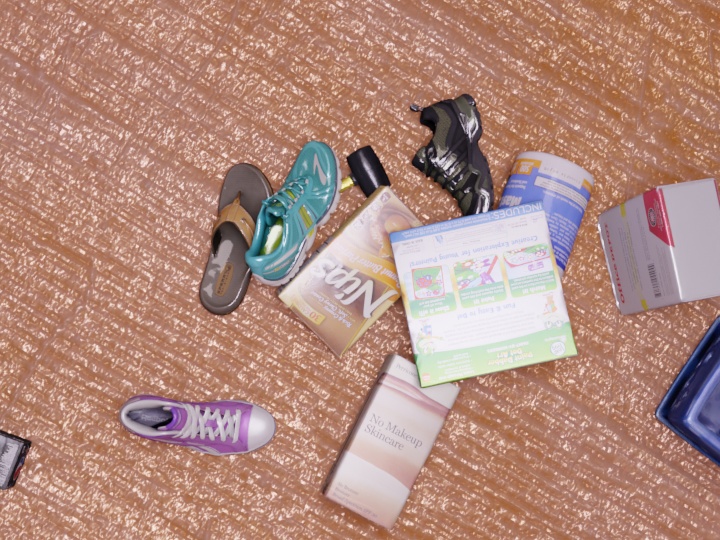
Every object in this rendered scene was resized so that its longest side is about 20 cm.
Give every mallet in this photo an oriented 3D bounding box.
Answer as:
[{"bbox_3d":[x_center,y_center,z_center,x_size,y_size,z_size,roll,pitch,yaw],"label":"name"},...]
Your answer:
[{"bbox_3d":[-0.051,-0.086,1.506,0.200,0.041,0.066,-37,92,-4],"label":"mallet"}]

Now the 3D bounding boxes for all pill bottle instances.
[{"bbox_3d":[0.225,-0.045,1.492,0.112,0.112,0.201,22,82,-4],"label":"pill bottle"}]

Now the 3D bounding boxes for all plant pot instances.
[{"bbox_3d":[0.512,0.170,1.470,0.200,0.180,0.200,36,82,-2],"label":"plant pot"}]

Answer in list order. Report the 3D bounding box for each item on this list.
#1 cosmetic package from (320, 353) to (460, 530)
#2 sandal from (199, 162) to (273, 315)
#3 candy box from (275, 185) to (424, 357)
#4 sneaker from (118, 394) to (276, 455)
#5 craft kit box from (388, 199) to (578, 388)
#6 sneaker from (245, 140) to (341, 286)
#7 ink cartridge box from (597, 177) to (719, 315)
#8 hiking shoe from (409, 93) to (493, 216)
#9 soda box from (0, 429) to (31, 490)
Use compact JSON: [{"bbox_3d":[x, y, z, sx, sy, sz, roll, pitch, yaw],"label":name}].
[{"bbox_3d":[0.038,0.218,1.456,0.103,0.087,0.201,26,82,-2],"label":"cosmetic package"},{"bbox_3d":[-0.167,-0.042,1.466,0.081,0.055,0.201,17,86,16],"label":"sandal"},{"bbox_3d":[0.000,0.000,1.473,0.200,0.055,0.115,-45,99,-3],"label":"candy box"},{"bbox_3d":[-0.202,0.194,1.418,0.199,0.114,0.073,4,82,-8],"label":"sneaker"},{"bbox_3d":[0.151,0.030,1.410,0.199,0.049,0.199,-11,79,3],"label":"craft kit box"},{"bbox_3d":[-0.085,-0.077,1.437,0.077,0.080,0.201,15,75,29],"label":"sneaker"},{"bbox_3d":[0.393,-0.027,1.467,0.083,0.200,0.146,-11,86,-11],"label":"ink cartridge box"},{"bbox_3d":[0.120,-0.133,1.517,0.100,0.076,0.201,-9,76,1],"label":"hiking shoe"},{"bbox_3d":[-0.515,0.207,1.400,0.199,0.071,0.064,22,81,-4],"label":"soda box"}]
